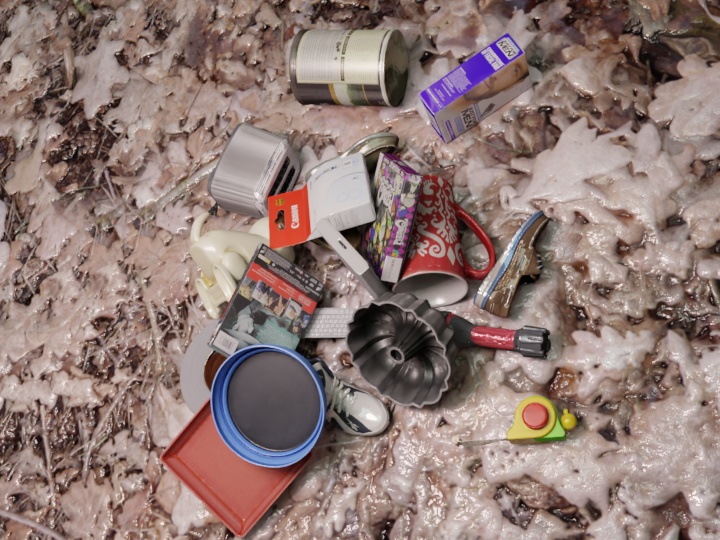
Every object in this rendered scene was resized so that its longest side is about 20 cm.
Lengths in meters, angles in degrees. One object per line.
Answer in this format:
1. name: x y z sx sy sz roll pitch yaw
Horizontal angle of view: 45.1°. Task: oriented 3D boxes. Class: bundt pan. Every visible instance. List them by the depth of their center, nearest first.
1. bundt pan: 0.076 0.122 1.435 0.200 0.204 0.076 19 36 25

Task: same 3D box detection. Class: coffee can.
1. coffee can: -0.022 -0.396 1.698 0.197 0.147 0.148 6 70 21

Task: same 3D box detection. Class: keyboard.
1. keyboard: -0.095 0.093 1.547 0.197 0.011 0.057 0 68 -8

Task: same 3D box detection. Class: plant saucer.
1. plant saucer: -0.208 0.312 1.476 0.199 0.037 0.200 42 96 6

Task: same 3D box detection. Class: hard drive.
1. hard drive: 0.000 0.000 1.488 0.026 0.200 0.132 -41 59 -2

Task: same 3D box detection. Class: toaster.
1. toaster: -0.207 -0.183 1.691 0.128 0.114 0.202 17 70 22

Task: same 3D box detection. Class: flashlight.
1. flashlight: 0.211 0.108 1.443 0.197 0.069 0.068 5 35 26

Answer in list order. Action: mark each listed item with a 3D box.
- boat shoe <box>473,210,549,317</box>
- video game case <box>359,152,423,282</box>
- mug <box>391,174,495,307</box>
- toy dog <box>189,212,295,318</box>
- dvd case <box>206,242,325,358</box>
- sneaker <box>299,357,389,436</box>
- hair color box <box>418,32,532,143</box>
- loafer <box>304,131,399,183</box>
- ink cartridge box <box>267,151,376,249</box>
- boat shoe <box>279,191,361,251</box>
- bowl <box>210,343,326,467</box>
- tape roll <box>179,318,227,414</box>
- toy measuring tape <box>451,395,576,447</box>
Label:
1. boat shoe: 0.273 -0.007 1.480 0.072 0.072 0.201 32 84 16
2. video game case: 0.049 -0.096 1.492 0.035 0.200 0.184 9 106 -14
3. mug: 0.133 -0.049 1.529 0.133 0.176 0.203 -40 44 49
4. toy dog: -0.208 -0.027 1.604 0.199 0.140 0.195 -27 80 -35
5. dvd case: -0.159 0.075 1.497 0.022 0.145 0.202 -15 46 59
6. sneaker: -0.050 0.208 1.459 0.198 0.130 0.080 31 81 27
7. hair color box: 0.215 -0.335 1.611 0.199 0.109 0.065 -35 61 3
8. loafer: -0.008 -0.194 1.658 0.198 0.075 0.070 -29 73 11
9. ink cartridge box: -0.077 -0.127 1.552 0.197 0.048 0.161 -15 41 5
10. boat shoe: -0.069 -0.082 1.626 0.199 0.067 0.074 36 75 32
11. bowl: -0.147 0.217 1.414 0.198 0.039 0.204 2 97 16
12. tape roll: -0.224 0.187 1.566 0.197 0.066 0.203 -8 65 16
13. toy measuring tape: 0.242 0.239 1.380 0.197 0.074 0.075 -8 65 16
